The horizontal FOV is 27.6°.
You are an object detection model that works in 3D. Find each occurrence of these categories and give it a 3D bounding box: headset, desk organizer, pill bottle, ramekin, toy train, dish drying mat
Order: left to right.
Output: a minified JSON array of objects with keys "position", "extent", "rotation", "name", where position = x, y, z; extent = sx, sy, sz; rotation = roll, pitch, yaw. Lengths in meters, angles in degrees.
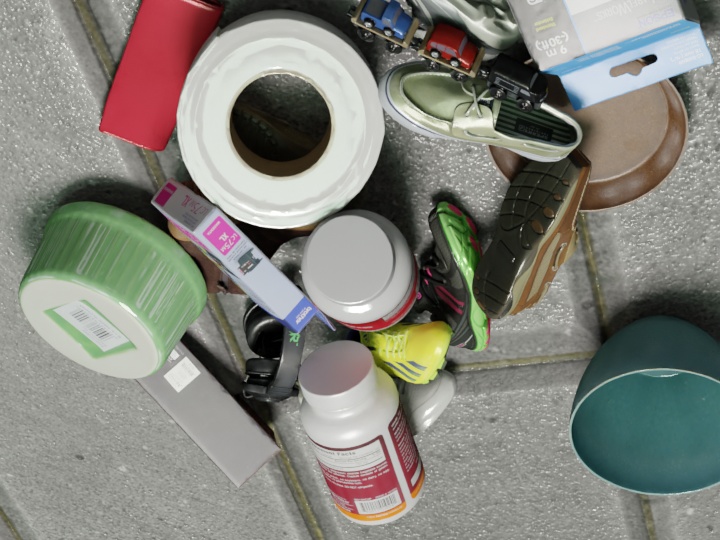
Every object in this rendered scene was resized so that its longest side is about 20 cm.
[{"position":[-0.277,0.029,1.609],"extent":[0.198,0.098,0.201],"rotation":[17,144,12],"name":"ramekin"},{"position":[-0.203,-0.204,1.473],"extent":[0.076,0.018,0.201],"rotation":[21,131,-10],"name":"dish drying mat"},{"position":[-0.189,0.157,1.759],"extent":[0.072,0.077,0.200],"rotation":[-41,102,1],"name":"desk organizer"},{"position":[-0.088,0.096,1.668],"extent":[0.093,0.125,0.200],"rotation":[9,151,-18],"name":"headset"},{"position":[-0.001,0.178,1.625],"extent":[0.111,0.114,0.201],"rotation":[-6,130,15],"name":"pill bottle"},{"position":[0.000,0.000,1.480],"extent":[0.111,0.114,0.200],"rotation":[4,174,7],"name":"pill bottle"},{"position":[0.079,-0.199,1.327],"extent":[0.198,0.034,0.046],"rotation":[25,157,5],"name":"toy train"}]

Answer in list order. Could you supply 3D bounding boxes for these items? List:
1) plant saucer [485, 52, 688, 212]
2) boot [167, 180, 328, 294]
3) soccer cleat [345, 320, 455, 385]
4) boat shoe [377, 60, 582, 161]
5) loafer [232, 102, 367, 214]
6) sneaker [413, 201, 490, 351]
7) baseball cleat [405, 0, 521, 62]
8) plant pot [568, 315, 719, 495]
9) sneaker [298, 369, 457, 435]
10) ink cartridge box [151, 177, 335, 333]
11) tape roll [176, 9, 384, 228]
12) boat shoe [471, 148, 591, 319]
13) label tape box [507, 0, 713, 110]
[{"position":[0.221,-0.145,1.439],"extent":[0.197,0.035,0.202],"rotation":[5,134,6],"name":"plant saucer"},{"position":[-0.108,-0.034,1.594],"extent":[0.197,0.073,0.167],"rotation":[4,145,5],"name":"boot"},{"position":[0.039,0.083,1.607],"extent":[0.083,0.065,0.200],"rotation":[27,165,-15],"name":"soccer cleat"},{"position":[0.115,-0.154,1.371],"extent":[0.197,0.073,0.062],"rotation":[13,172,-12],"name":"boat shoe"},{"position":[-0.088,-0.115,1.490],"extent":[0.198,0.067,0.077],"rotation":[27,101,-8],"name":"loafer"},{"position":[0.093,0.015,1.580],"extent":[0.083,0.077,0.202],"rotation":[-5,130,9],"name":"sneaker"},{"position":[0.053,-0.256,1.344],"extent":[0.199,0.070,0.106],"rotation":[38,147,-9],"name":"baseball cleat"},{"position":[0.329,0.129,1.600],"extent":[0.197,0.136,0.202],"rotation":[6,133,6],"name":"plant pot"},{"position":[0.017,0.150,1.717],"extent":[0.198,0.075,0.100],"rotation":[-18,128,24],"name":"sneaker"},{"position":[-0.118,-0.006,1.487],"extent":[0.042,0.119,0.200],"rotation":[-50,124,-5],"name":"ink cartridge box"},{"position":[-0.077,-0.147,1.409],"extent":[0.199,0.071,0.205],"rotation":[-1,107,-2],"name":"tape roll"},{"position":[0.182,-0.038,1.482],"extent":[0.073,0.076,0.201],"rotation":[-1,133,-34],"name":"boat shoe"},{"position":[0.214,-0.239,1.302],"extent":[0.143,0.063,0.202],"rotation":[-17,113,25],"name":"label tape box"}]
